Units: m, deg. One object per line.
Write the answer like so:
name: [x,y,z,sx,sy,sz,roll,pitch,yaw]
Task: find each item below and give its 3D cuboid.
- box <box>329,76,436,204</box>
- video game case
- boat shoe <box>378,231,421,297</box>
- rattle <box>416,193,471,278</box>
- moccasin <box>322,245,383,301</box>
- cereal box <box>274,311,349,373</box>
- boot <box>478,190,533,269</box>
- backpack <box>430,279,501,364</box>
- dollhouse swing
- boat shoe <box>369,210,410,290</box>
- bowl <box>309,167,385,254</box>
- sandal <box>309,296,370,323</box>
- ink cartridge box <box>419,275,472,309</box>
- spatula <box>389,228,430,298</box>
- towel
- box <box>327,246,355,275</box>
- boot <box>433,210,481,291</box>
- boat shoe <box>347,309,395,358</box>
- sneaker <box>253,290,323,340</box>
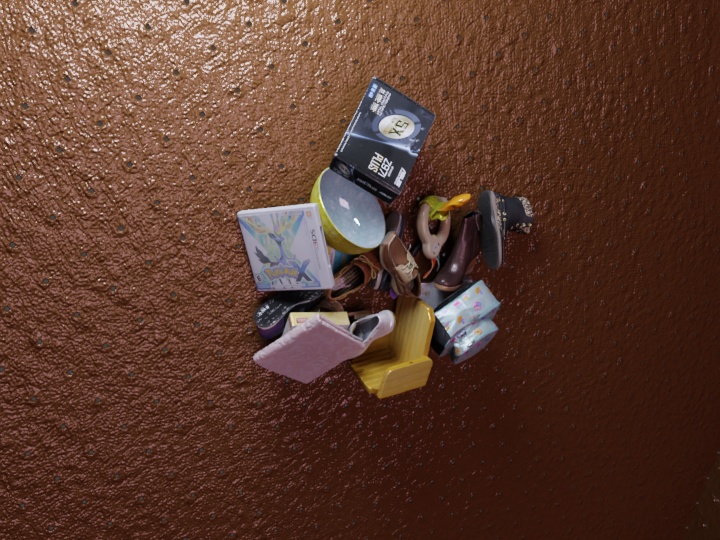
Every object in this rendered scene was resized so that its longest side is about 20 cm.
box: [0.046,-0.278,1.156,0.160,0.086,0.205,29,78,-8]
video game case: [-0.161,-0.045,1.155,0.193,0.022,0.188,-2,112,24]
boat shoe: [0.101,-0.009,1.235,0.076,0.072,0.202,-52,144,-20]
rattle: [0.215,-0.081,1.320,0.129,0.138,0.208,-5,96,-62]
moccasin: [-0.001,-0.002,1.230,0.198,0.077,0.075,-31,107,-15]
cereal box: [-0.119,0.172,1.260,0.139,0.040,0.203,0,140,-23]
boot: [0.389,-0.108,1.417,0.146,0.073,0.208,-1,79,-28]
backpack: [0.265,0.129,1.351,0.199,0.153,0.177,-42,161,-10]
dollhouse swing: [0.071,0.168,1.310,0.176,0.200,0.182,-11,113,-20]
boat shoe: [0.077,-0.044,1.315,0.060,0.075,0.207,9,105,-25]
bowl: [-0.047,-0.116,1.199,0.197,0.205,0.107,29,136,-30]
sandal: [-0.068,0.095,1.311,0.206,0.077,0.072,-2,75,-33]
ink cartridge box: [0.201,0.100,1.446,0.193,0.050,0.168,-2,109,-15]
spatula: [0.129,-0.021,1.356,0.204,0.020,0.057,-62,152,-13]
towel: [-0.113,0.181,1.215,0.197,0.033,0.190,-34,141,20]
box: [-0.092,-0.027,1.255,0.194,0.049,0.085,2,106,-26]
boot: [0.247,-0.053,1.360,0.198,0.071,0.172,-31,130,-49]
boat shoe: [-0.004,0.153,1.301,0.068,0.073,0.199,7,141,-47]
sneaker: [-0.161,0.087,1.264,0.197,0.076,0.089,-32,147,-20]
